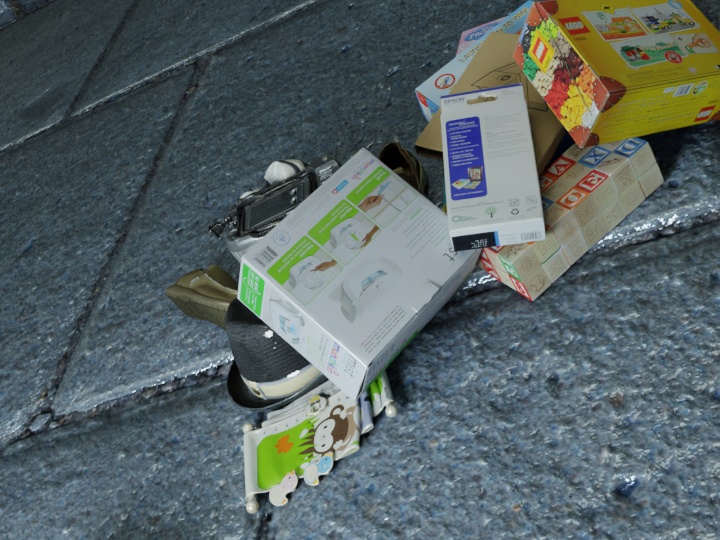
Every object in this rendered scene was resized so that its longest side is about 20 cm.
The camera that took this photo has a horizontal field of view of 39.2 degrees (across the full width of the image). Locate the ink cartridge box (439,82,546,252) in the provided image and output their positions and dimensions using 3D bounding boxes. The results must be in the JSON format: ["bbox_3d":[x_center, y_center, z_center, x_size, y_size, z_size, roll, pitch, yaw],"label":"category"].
[{"bbox_3d":[0.139,-0.113,1.083,0.098,0.039,0.202,-7,53,11],"label":"ink cartridge box"}]

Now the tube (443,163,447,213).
[{"bbox_3d":[0.131,-0.107,1.248,0.077,0.050,0.201,-28,39,27],"label":"tube"}]

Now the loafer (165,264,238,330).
[{"bbox_3d":[-0.188,0.031,1.325,0.199,0.076,0.068,14,62,49],"label":"loafer"}]

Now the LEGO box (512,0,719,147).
[{"bbox_3d":[0.290,-0.224,1.087,0.198,0.078,0.150,-13,55,-24],"label":"LEGO box"}]

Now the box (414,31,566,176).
[{"bbox_3d":[0.176,-0.196,1.177,0.162,0.021,0.201,18,63,34],"label":"box"}]

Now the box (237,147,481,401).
[{"bbox_3d":[0.000,0.000,1.075,0.176,0.097,0.200,39,62,12],"label":"box"}]

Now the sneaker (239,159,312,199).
[{"bbox_3d":[-0.086,-0.093,1.402,0.199,0.128,0.080,-49,52,52],"label":"sneaker"}]

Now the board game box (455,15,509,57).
[{"bbox_3d":[0.220,-0.292,1.396,0.198,0.041,0.201,-14,39,28],"label":"board game box"}]

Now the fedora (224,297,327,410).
[{"bbox_3d":[-0.096,0.066,1.160,0.199,0.092,0.201,-28,26,15],"label":"fedora"}]

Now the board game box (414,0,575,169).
[{"bbox_3d":[0.202,-0.220,1.239,0.199,0.056,0.196,-38,48,-7],"label":"board game box"}]

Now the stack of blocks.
[{"bbox_3d":[0.216,-0.071,1.105,0.200,0.059,0.115,-40,33,-8],"label":"stack of blocks"}]

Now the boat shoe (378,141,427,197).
[{"bbox_3d":[0.046,-0.091,1.268,0.074,0.075,0.203,-26,34,13],"label":"boat shoe"}]

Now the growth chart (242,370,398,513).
[{"bbox_3d":[-0.047,0.167,1.080,0.199,0.018,0.145,-34,34,4],"label":"growth chart"}]

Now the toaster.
[{"bbox_3d":[-0.077,-0.040,1.264,0.198,0.130,0.114,-25,33,13],"label":"toaster"}]
